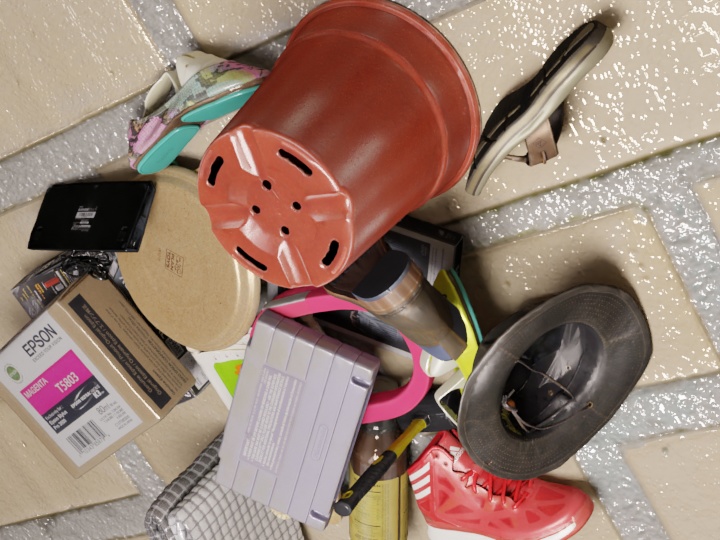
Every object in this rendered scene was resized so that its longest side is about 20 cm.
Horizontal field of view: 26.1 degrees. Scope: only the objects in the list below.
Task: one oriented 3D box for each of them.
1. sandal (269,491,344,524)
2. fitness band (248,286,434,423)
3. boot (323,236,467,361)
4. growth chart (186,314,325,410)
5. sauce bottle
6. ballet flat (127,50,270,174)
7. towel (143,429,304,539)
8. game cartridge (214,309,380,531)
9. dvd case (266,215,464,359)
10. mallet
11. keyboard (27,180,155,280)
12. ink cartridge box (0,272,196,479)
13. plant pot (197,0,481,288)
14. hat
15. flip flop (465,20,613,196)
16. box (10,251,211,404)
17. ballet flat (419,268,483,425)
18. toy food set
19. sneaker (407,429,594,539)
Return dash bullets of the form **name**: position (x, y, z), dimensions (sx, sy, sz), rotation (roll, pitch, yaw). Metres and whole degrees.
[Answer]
- **sandal**: position (-0.062, 0.231, 1.604), dimensions (0.077, 0.070, 0.213), rotation (17, 153, 22)
- **fitness band**: position (-0.020, 0.080, 1.495), dimensions (0.198, 0.037, 0.145), rotation (-10, 114, 29)
- **boot**: position (0.027, 0.024, 1.369), dimensions (0.097, 0.075, 0.200), rotation (46, 178, -19)
- **growth chart**: position (-0.087, 0.106, 1.606), dimensions (0.198, 0.018, 0.145), rotation (-13, 124, 39)
- **sauce bottle**: position (0.020, 0.203, 1.587), dimensions (0.064, 0.065, 0.202), rotation (14, 118, 24)
- **ballet flat**: position (-0.161, -0.160, 1.452), dimensions (0.199, 0.069, 0.072), rotation (-30, 77, 43)
- **towel**: position (-0.141, 0.292, 1.689), dimensions (0.085, 0.166, 0.202), rotation (2, 122, 36)
- **game cartridge**: position (-0.065, 0.145, 1.504), dimensions (0.128, 0.038, 0.202), rotation (25, 121, 13)
- **dvd case**: position (0.000, 0.000, 1.482), dimensions (0.198, 0.025, 0.152), rotation (19, 130, 20)
- **mallet**: position (0.024, 0.172, 1.471), dimensions (0.065, 0.200, 0.042), rotation (-5, 113, 42)
- **keyboard**: position (-0.270, -0.037, 1.573), dimensions (0.039, 0.105, 0.199), rotation (30, 163, -37)
- **ink cartridge box**: position (-0.293, 0.112, 1.651), dimensions (0.165, 0.075, 0.200), rotation (48, 135, -6)
- **plant pot**: position (-0.027, -0.099, 1.309), dimensions (0.199, 0.195, 0.203), rotation (17, 129, 22)
- **hat**: position (0.157, 0.083, 1.381), dimensions (0.081, 0.198, 0.203), rotation (-130, 28, -50)
- **flip flop**: position (0.148, -0.123, 1.269), dimensions (0.057, 0.082, 0.200), rotation (33, 130, -12)
- **box**: position (-0.268, 0.067, 1.689), dimensions (0.157, 0.050, 0.201), rotation (-24, 106, 42)
- **ballet flat**: position (0.092, 0.091, 1.433), dimensions (0.066, 0.067, 0.201), rotation (-27, 124, -2)
- **toy food set**: position (-0.172, -0.017, 1.553), dimensions (0.196, 0.048, 0.203), rotation (11, 116, 35)
- **sneaker**: position (0.124, 0.211, 1.518), dimensions (0.198, 0.078, 0.116), rotation (-13, 115, 37)
